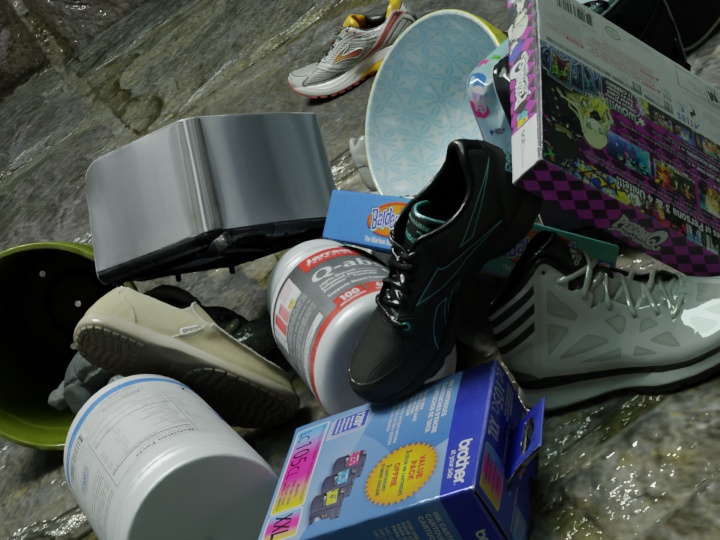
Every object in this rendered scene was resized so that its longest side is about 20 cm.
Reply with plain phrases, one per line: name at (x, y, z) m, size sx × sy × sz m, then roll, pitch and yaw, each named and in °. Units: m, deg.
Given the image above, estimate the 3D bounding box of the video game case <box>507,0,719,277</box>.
video game case at (0.191, -0.098, 0.980) m, size 0.036 × 0.198 × 0.183 m, roll -40°, pitch 36°, yaw 42°

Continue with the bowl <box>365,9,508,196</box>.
bowl at (0.106, -0.136, 1.296) m, size 0.107 × 0.204 × 0.199 m, roll 5°, pitch -5°, yaw -41°

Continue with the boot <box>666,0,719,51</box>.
boot at (0.268, -0.245, 1.382) m, size 0.199 × 0.073 × 0.144 m, roll -38°, pitch 23°, yaw -3°

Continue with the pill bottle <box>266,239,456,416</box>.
pill bottle at (-0.008, 0.046, 1.108) m, size 0.115 × 0.117 × 0.200 m, roll -35°, pitch 24°, yaw -7°

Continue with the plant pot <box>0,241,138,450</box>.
plant pot at (-0.300, 0.053, 1.392) m, size 0.199 × 0.202 × 0.193 m, roll -30°, pitch 12°, yaw 4°

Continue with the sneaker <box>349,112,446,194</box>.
sneaker at (0.078, -0.149, 1.391) m, size 0.199 × 0.093 × 0.076 m, roll -36°, pitch 15°, yaw -9°

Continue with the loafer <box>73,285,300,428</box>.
loafer at (-0.137, 0.067, 1.136) m, size 0.076 × 0.198 × 0.069 m, roll -47°, pitch 23°, yaw 45°

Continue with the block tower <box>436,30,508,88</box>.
block tower at (0.107, -0.221, 1.441) m, size 0.053 × 0.059 × 0.199 m, roll -7°, pitch 5°, yaw 26°

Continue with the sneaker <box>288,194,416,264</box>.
sneaker at (-0.001, 0.000, 1.257) m, size 0.198 × 0.071 × 0.094 m, roll -17°, pitch 35°, yaw 38°

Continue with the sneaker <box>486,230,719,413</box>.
sneaker at (0.176, 0.020, 0.930) m, size 0.198 × 0.116 × 0.076 m, roll -21°, pitch 26°, yaw 25°

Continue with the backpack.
backpack at (0.193, -0.140, 1.143) m, size 0.149 × 0.179 × 0.200 m, roll 2°, pitch 37°, yaw 44°

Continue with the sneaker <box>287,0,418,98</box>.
sneaker at (-0.011, -0.294, 1.799) m, size 0.198 × 0.083 × 0.078 m, roll -25°, pitch 25°, yaw 19°

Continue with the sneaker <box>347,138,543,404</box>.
sneaker at (0.041, -0.003, 0.935) m, size 0.075 × 0.079 × 0.201 m, roll 39°, pitch 100°, yaw 46°

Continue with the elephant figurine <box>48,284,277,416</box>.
elephant figurine at (-0.161, 0.081, 1.252) m, size 0.199 × 0.155 × 0.142 m, roll -36°, pitch -21°, yaw -34°

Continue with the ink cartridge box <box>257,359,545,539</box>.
ink cartridge box at (0.041, 0.144, 0.915) m, size 0.198 × 0.077 × 0.137 m, roll -20°, pitch 27°, yaw 23°

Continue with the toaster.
toaster at (-0.129, -0.064, 1.244) m, size 0.198 × 0.121 × 0.179 m, roll -17°, pitch -4°, yaw 44°

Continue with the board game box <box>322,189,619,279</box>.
board game box at (0.084, -0.023, 1.096) m, size 0.199 × 0.150 × 0.046 m, roll 13°, pitch 90°, yaw 57°

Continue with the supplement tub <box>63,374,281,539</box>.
supplement tub at (-0.141, 0.165, 1.027) m, size 0.131 × 0.133 × 0.200 m, roll -38°, pitch 25°, yaw -12°
